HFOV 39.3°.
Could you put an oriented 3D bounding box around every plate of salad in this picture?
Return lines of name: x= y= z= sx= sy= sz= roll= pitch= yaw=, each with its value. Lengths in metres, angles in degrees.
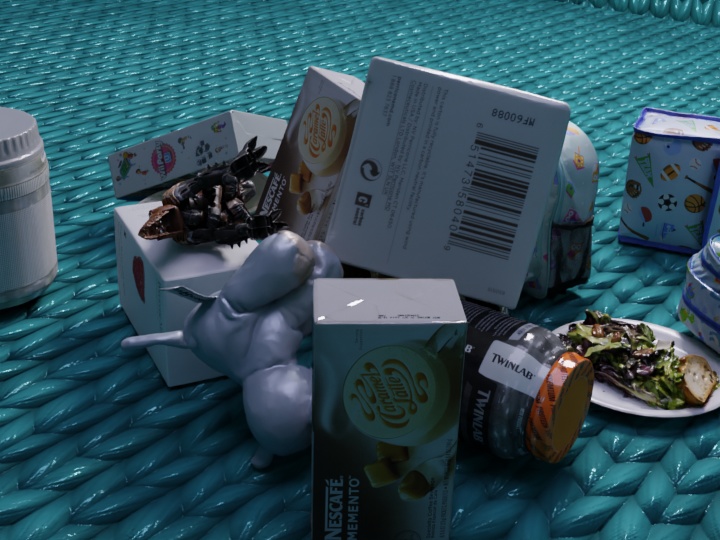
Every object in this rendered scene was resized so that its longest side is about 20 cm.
plate of salad: x=0.286 y=0.089 z=1.045 sx=0.197 sy=0.049 sz=0.201 roll=2 pitch=26 yaw=-1

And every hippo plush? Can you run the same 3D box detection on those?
hippo plush: x=-0.066 y=0.072 z=0.893 sx=0.199 sy=0.160 sz=0.161 roll=1 pitch=48 yaw=-53

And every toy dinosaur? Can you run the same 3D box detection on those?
toy dinosaur: x=-0.151 y=-0.056 z=0.999 sx=0.134 sy=0.103 sz=0.201 roll=-11 pitch=32 yaw=26

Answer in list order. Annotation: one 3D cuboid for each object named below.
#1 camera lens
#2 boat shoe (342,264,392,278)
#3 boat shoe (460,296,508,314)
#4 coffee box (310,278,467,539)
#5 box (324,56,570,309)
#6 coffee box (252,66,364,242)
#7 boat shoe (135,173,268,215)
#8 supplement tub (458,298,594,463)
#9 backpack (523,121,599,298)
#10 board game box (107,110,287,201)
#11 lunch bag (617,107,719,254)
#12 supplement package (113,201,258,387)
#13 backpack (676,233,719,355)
camera lens: x=-0.424 y=-0.065 z=1.121 sx=0.158 sy=0.202 sz=0.160 roll=2 pitch=25 yaw=-1
boat shoe: x=0.002 y=0.006 z=1.137 sx=0.201 sy=0.076 sz=0.075 roll=-25 pitch=16 yaw=-26
boat shoe: x=0.135 y=0.040 z=1.114 sx=0.071 sy=0.063 sz=0.200 roll=1 pitch=24 yaw=-4
coffee box: x=0.016 y=0.113 z=0.785 sx=0.113 sy=0.202 sz=0.080 roll=1 pitch=24 yaw=-4
box: x=0.085 y=-0.091 z=1.011 sx=0.198 sy=0.201 sz=0.171 roll=15 pitch=9 yaw=4
coffee box: x=-0.036 y=-0.120 z=1.192 sx=0.079 sy=0.202 sz=0.114 roll=3 pitch=28 yaw=-45
boat shoe: x=-0.211 y=-0.076 z=1.332 sx=0.198 sy=0.073 sz=0.060 roll=-19 pitch=-11 yaw=-18
supplement tub: x=0.104 y=0.095 z=0.926 sx=0.198 sy=0.124 sz=0.122 roll=19 pitch=29 yaw=32
backpack: x=0.190 y=-0.085 z=1.204 sx=0.152 sy=0.202 sz=0.175 roll=-6 pitch=25 yaw=-37
board game box: x=-0.208 y=-0.147 z=1.336 sx=0.198 sy=0.065 sz=0.147 roll=-15 pitch=-5 yaw=25
lunch bag: x=0.455 y=-0.112 z=1.340 sx=0.198 sy=0.172 sz=0.124 roll=13 pitch=30 yaw=19
supplement package: x=-0.179 y=0.014 z=1.070 sx=0.118 sy=0.123 sz=0.200 roll=-9 pitch=27 yaw=-25
backpack: x=0.434 y=0.043 z=1.068 sx=0.162 sy=0.156 sz=0.200 roll=-14 pitch=19 yaw=-25
